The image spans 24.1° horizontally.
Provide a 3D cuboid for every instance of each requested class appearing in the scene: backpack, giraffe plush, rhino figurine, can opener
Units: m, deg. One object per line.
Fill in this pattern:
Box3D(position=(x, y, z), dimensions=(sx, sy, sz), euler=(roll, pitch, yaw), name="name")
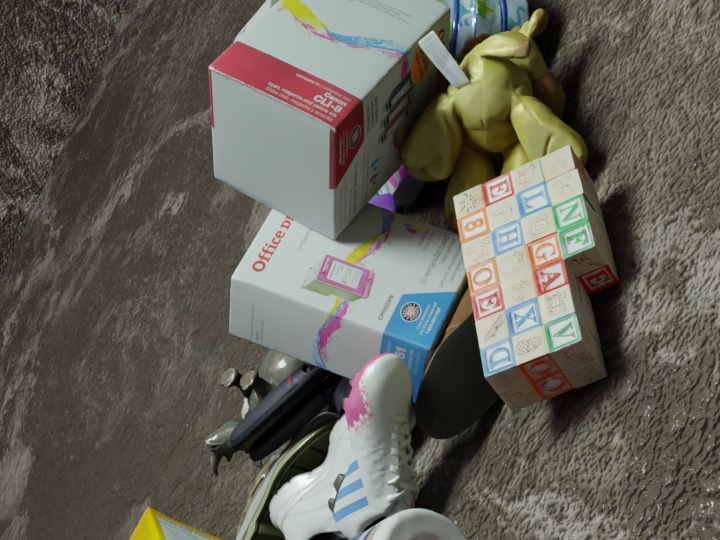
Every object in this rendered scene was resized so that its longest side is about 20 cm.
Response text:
Box3D(position=(0.106, -0.243, 1.750), dimensions=(0.200, 0.152, 0.165), euler=(32, 114, 54), name="backpack")
Box3D(position=(0.131, -0.157, 1.584), dimensions=(0.171, 0.202, 0.162), euler=(-15, 18, 26), name="giraffe plush")
Box3D(position=(-0.094, 0.125, 1.722), dimensions=(0.201, 0.087, 0.060), euler=(-59, 37, 0), name="rhino figurine")
Box3D(position=(-0.050, 0.118, 1.629), dimensions=(0.199, 0.063, 0.079), euler=(-33, 23, 22), name="can opener")

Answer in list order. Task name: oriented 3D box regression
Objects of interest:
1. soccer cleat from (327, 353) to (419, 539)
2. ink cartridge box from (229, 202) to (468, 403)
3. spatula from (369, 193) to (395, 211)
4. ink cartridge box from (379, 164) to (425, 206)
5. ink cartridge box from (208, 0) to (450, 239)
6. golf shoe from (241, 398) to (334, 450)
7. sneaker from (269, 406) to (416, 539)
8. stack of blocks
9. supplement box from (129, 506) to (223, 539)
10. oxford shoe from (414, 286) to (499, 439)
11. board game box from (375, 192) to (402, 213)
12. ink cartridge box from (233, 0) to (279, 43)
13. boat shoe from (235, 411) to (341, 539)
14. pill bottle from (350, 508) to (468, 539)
Box3D(position=(0.026, 0.166, 1.483), dimensions=(0.086, 0.069, 0.202), euler=(40, 135, 37), name="soccer cleat")
Box3D(position=(-0.006, 0.016, 1.564), dimensions=(0.085, 0.198, 0.145), euler=(94, -161, -48), name="ink cartridge box")
Box3D(position=(0.000, -0.110, 1.763), dimensions=(0.056, 0.021, 0.202), euler=(-18, 55, 11), name="spatula")
Box3D(position=(0.029, -0.181, 1.754), dimensions=(0.200, 0.043, 0.199), euler=(119, 138, -78), name="ink cartridge box")
Box3D(position=(-0.025, -0.165, 1.566), dimensions=(0.200, 0.144, 0.146), euler=(-49, -25, -34), name="ink cartridge box")
Box3D(position=(-0.042, 0.104, 1.788), dimensions=(0.091, 0.075, 0.201), euler=(39, 100, 44), name="golf shoe")
Box3D(position=(-0.005, 0.202, 1.600), dimensions=(0.201, 0.074, 0.087), euler=(-53, 44, 25), name="sneaker")
Box3D(position=(0.151, 0.005, 1.405), dimensions=(0.114, 0.059, 0.202), euler=(-23, 47, 18), name="stack of blocks")
Box3D(position=(-0.186, 0.351, 1.755), dimensions=(0.110, 0.108, 0.200), euler=(-59, 22, 7), name="supplement box")
Box3D(position=(0.105, 0.063, 1.506), dimensions=(0.201, 0.071, 0.071), euler=(-59, 11, -15), name="oxford shoe")
Box3D(position=(0.009, -0.171, 1.874), dimensions=(0.028, 0.134, 0.202), euler=(-25, 43, 55), name="board game box")
Box3D(position=(-0.049, -0.202, 1.948), dimensions=(0.084, 0.199, 0.146), euler=(-44, 29, 38), name="ink cartridge box")
Box3D(position=(-0.074, 0.217, 1.704), dimensions=(0.201, 0.074, 0.069), euler=(-57, 29, 18), name="boat shoe")
Box3D(position=(0.005, 0.282, 1.411), dimensions=(0.200, 0.110, 0.112), euler=(-38, 33, 46), name="pill bottle")
